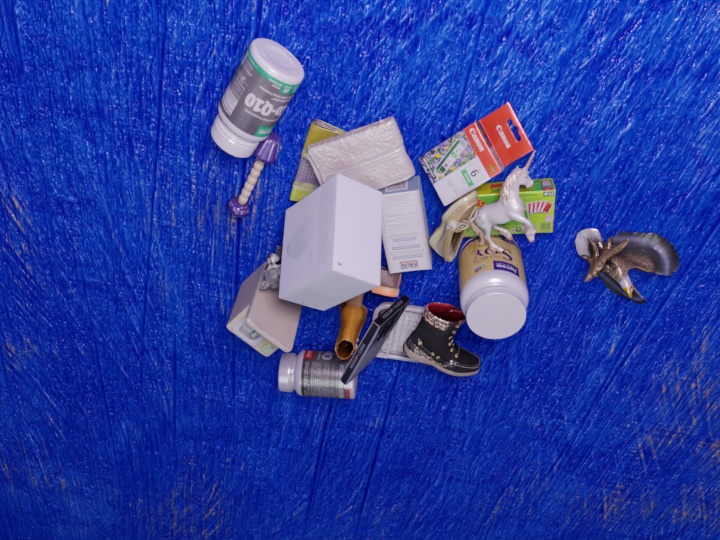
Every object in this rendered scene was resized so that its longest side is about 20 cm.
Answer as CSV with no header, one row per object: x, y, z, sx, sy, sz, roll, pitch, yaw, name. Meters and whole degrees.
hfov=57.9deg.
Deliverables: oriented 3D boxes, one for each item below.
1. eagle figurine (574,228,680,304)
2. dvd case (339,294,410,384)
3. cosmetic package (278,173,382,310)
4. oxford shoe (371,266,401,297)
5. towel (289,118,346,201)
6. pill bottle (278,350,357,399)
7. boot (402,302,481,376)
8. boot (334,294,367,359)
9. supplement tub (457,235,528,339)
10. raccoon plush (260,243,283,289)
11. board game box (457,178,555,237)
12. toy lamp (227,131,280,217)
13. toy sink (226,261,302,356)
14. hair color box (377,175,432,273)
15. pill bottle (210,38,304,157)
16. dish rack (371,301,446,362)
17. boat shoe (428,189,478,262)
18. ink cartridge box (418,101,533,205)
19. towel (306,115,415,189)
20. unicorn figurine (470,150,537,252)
0.560,-0.007,1.392,0.196,0.156,0.150,4,180,-35,eagle figurine
0.033,0.159,1.495,0.025,0.150,0.202,38,127,13,dvd case
-0.059,-0.051,1.309,0.121,0.205,0.198,17,154,-32,cosmetic package
0.000,0.000,1.490,0.195,0.071,0.075,14,101,-1,oxford shoe
-0.061,-0.207,1.351,0.140,0.023,0.202,18,127,-9,towel
-0.106,0.264,1.662,0.194,0.115,0.116,3,129,4,pill bottle
0.211,0.161,1.525,0.195,0.074,0.153,19,128,-2,boot
-0.028,0.136,1.499,0.069,0.147,0.202,13,156,2,boot
0.280,0.029,1.382,0.141,0.202,0.148,3,129,3,supplement tub
-0.141,0.028,1.469,0.096,0.135,0.199,-36,116,28,raccoon plush
0.301,-0.129,1.355,0.194,0.048,0.103,-3,127,8,board game box
-0.220,-0.201,1.354,0.057,0.059,0.201,26,128,-14,toy lamp
-0.222,0.107,1.499,0.130,0.202,0.111,38,123,-23,toy sink
0.094,-0.095,1.397,0.096,0.061,0.204,-6,126,11,hair color box
-0.199,-0.319,1.223,0.112,0.114,0.201,29,126,-16,pill bottle
0.122,0.148,1.592,0.194,0.044,0.175,9,127,0,dish rack
0.197,-0.088,1.310,0.064,0.072,0.202,51,150,13,boat shoe
0.223,-0.225,1.263,0.198,0.050,0.111,-30,93,26,ink cartridge box
-0.001,-0.219,1.301,0.195,0.035,0.134,-16,126,16,towel
0.291,-0.117,1.285,0.198,0.074,0.138,-29,109,31,unicorn figurine
